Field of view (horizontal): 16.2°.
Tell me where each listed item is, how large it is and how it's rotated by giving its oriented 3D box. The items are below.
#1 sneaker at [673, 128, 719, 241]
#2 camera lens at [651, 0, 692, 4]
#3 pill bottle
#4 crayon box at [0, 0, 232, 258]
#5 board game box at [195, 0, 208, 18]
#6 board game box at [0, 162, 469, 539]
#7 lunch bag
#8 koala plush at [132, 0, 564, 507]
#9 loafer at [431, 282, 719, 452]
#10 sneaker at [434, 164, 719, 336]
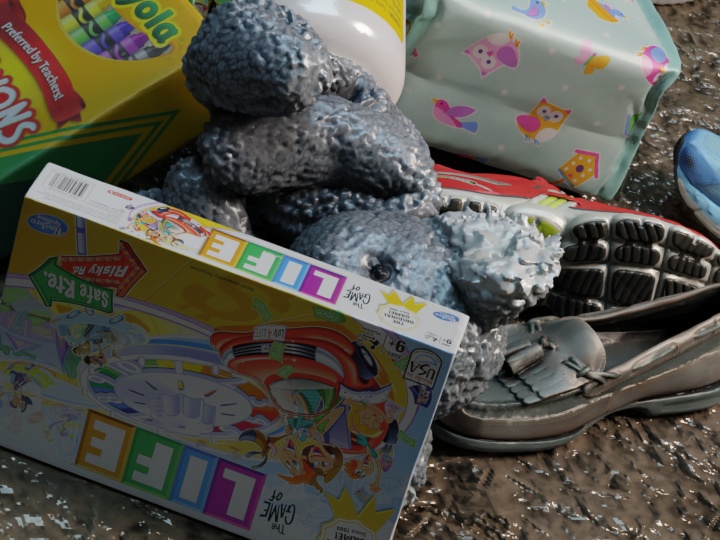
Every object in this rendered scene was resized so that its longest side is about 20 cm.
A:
[{"bbox_3d":[0.281,-0.047,1.482,0.199,0.090,0.078,20,32,6],"label":"sneaker"},{"bbox_3d":[0.204,-0.304,1.728,0.159,0.201,0.160,13,32,-8],"label":"camera lens"},{"bbox_3d":[-0.029,-0.139,1.384,0.111,0.112,0.201,10,53,-12],"label":"pill bottle"},{"bbox_3d":[-0.147,-0.099,1.295,0.199,0.051,0.127,-33,49,-10],"label":"crayon box"},{"bbox_3d":[-0.100,-0.172,1.522,0.134,0.034,0.200,4,35,-20],"label":"board game box"},{"bbox_3d":[-0.065,0.047,1.131,0.199,0.135,0.034,20,32,3],"label":"board game box"},{"bbox_3d":[0.083,-0.152,1.510,0.169,0.122,0.200,17,31,-16],"label":"lunch bag"},{"bbox_3d":[0.000,0.000,1.208,0.183,0.178,0.200,17,19,-50],"label":"koala plush"},{"bbox_3d":[0.116,0.041,1.294,0.199,0.063,0.072,-9,41,-35],"label":"loafer"},{"bbox_3d":[0.112,-0.020,1.378,0.199,0.077,0.085,16,27,-5],"label":"sneaker"}]
